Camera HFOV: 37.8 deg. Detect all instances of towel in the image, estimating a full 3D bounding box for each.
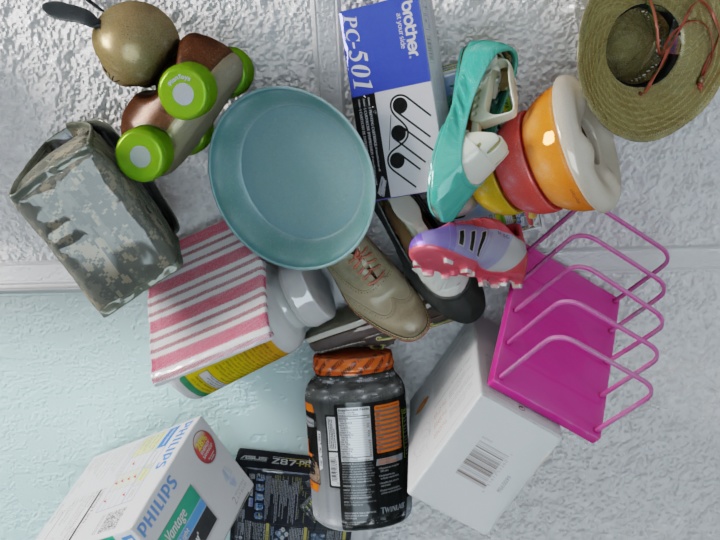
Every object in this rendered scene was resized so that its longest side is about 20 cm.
[{"bbox_3d":[-0.168,0.028,1.171,0.145,0.201,0.030,-23,137,12],"label":"towel"}]

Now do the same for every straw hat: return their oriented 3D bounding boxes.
[{"bbox_3d":[0.280,-0.232,1.085,0.200,0.085,0.203,-7,107,-24],"label":"straw hat"}]

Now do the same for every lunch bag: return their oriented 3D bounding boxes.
[{"bbox_3d":[-0.278,-0.069,1.132,0.117,0.200,0.165,-33,113,0],"label":"lunch bag"}]

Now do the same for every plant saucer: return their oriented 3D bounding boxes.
[{"bbox_3d":[-0.069,-0.100,1.117,0.198,0.036,0.202,10,114,22],"label":"plant saucer"}]

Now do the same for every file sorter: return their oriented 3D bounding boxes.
[{"bbox_3d":[0.244,0.050,1.131,0.138,0.201,0.125,29,140,-11],"label":"file sorter"}]

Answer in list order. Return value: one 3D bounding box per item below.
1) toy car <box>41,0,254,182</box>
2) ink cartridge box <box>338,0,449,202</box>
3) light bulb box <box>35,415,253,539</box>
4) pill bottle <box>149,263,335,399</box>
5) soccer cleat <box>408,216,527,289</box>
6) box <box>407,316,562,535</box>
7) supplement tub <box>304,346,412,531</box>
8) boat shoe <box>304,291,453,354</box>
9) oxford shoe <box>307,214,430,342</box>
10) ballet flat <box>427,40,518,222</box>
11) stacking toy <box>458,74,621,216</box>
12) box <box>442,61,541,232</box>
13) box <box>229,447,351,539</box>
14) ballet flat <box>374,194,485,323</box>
[{"bbox_3d":[-0.235,-0.212,1.092,0.200,0.164,0.158,39,110,-3],"label":"toy car"},{"bbox_3d":[0.040,-0.179,1.101,0.093,0.044,0.202,-8,93,25],"label":"ink cartridge box"},{"bbox_3d":[-0.266,0.306,1.267,0.199,0.199,0.125,-23,113,30],"label":"light bulb box"},{"bbox_3d":[-0.134,0.060,1.223,0.199,0.113,0.113,-28,109,14],"label":"pill bottle"},{"bbox_3d":[0.114,-0.027,1.098,0.066,0.199,0.077,-4,79,38],"label":"soccer cleat"},{"bbox_3d":[0.137,0.170,1.208,0.106,0.200,0.153,29,113,-9],"label":"box"},{"bbox_3d":[-0.003,0.197,1.253,0.121,0.123,0.202,-3,94,4],"label":"supplement tub"},{"bbox_3d":[0.031,0.060,1.239,0.199,0.072,0.060,-23,108,6],"label":"boat shoe"},{"bbox_3d":[0.000,0.000,1.170,0.200,0.075,0.070,44,83,9],"label":"oxford shoe"},{"bbox_3d":[0.119,-0.145,1.052,0.070,0.202,0.067,0,158,38],"label":"ballet flat"},{"bbox_3d":[0.161,-0.107,1.105,0.199,0.146,0.147,-18,113,28],"label":"stacking toy"},{"bbox_3d":[0.128,-0.131,1.168,0.109,0.035,0.201,-13,112,9],"label":"box"},{"bbox_3d":[-0.090,0.335,1.375,0.160,0.049,0.202,6,113,2],"label":"box"},{"bbox_3d":[0.070,-0.025,1.164,0.068,0.068,0.201,-37,87,-3],"label":"ballet flat"}]
